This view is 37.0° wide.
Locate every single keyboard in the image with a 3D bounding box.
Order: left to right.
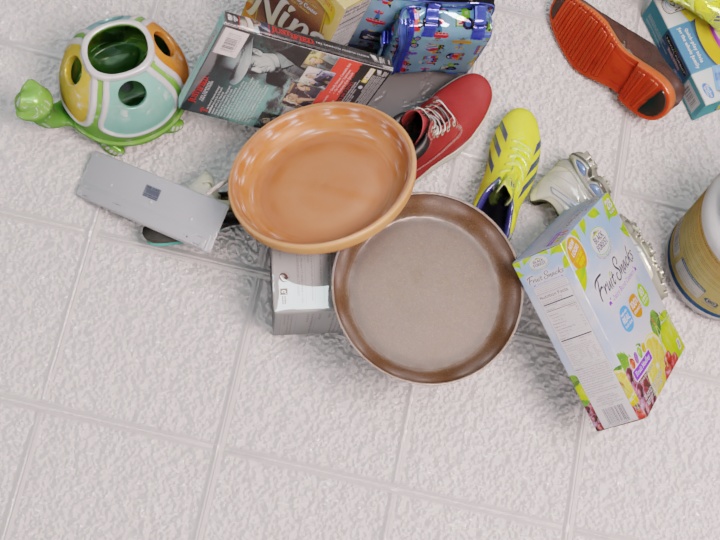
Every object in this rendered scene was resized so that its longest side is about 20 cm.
[{"bbox_3d":[-0.233,-0.078,1.187,0.198,0.011,0.057,22,82,25],"label":"keyboard"}]

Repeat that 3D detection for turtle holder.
[{"bbox_3d":[-0.283,-0.219,1.202,0.182,0.132,0.143,6,74,-4],"label":"turtle holder"}]

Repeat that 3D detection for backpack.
[{"bbox_3d":[0.042,-0.307,1.231,0.197,0.183,0.137,0,81,-12],"label":"backpack"}]

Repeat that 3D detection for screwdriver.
[{"bbox_3d":[-0.118,-0.122,1.182,0.028,0.200,0.029,31,118,8],"label":"screwdriver"}]

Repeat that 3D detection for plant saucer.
[{"bbox_3d":[-0.038,-0.092,1.113,0.197,0.038,0.202,-5,52,7],"label":"plant saucer"},{"bbox_3d":[0.067,0.019,1.102,0.197,0.032,0.204,1,75,-5],"label":"plant saucer"}]

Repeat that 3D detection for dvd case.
[{"bbox_3d":[-0.083,-0.204,1.176,0.197,0.146,0.022,9,56,-26],"label":"dvd case"}]

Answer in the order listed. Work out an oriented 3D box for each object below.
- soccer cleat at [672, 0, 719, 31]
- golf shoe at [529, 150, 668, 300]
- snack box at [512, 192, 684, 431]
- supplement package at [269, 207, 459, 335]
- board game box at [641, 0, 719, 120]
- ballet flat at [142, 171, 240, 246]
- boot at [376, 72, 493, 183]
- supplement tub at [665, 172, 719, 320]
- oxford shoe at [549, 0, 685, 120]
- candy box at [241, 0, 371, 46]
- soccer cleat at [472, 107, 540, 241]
[{"bbox_3d":[0.412,-0.330,1.282,0.197,0.065,0.085,11,74,-2],"label":"soccer cleat"},{"bbox_3d":[0.276,-0.036,1.251,0.097,0.078,0.201,-34,77,7],"label":"golf shoe"},{"bbox_3d":[0.259,0.040,1.147,0.202,0.067,0.168,60,36,-6],"label":"snack box"},{"bbox_3d":[0.000,0.000,1.178,0.197,0.117,0.119,-1,74,-7],"label":"supplement package"},{"bbox_3d":[0.475,-0.294,1.344,0.197,0.047,0.153,-21,78,-11],"label":"board game box"},{"bbox_3d":[-0.149,-0.079,1.208,0.197,0.069,0.068,-10,31,-13],"label":"ballet flat"},{"bbox_3d":[0.088,-0.171,1.220,0.072,0.144,0.200,44,74,7],"label":"boot"},{"bbox_3d":[0.431,-0.037,1.184,0.142,0.200,0.147,0,72,-2],"label":"supplement tub"},{"bbox_3d":[0.314,-0.267,1.321,0.200,0.071,0.072,49,47,11],"label":"oxford shoe"},{"bbox_3d":[-0.073,-0.272,1.202,0.116,0.200,0.055,47,53,8],"label":"candy box"},{"bbox_3d":[0.170,-0.103,1.240,0.064,0.084,0.203,21,73,1],"label":"soccer cleat"}]
